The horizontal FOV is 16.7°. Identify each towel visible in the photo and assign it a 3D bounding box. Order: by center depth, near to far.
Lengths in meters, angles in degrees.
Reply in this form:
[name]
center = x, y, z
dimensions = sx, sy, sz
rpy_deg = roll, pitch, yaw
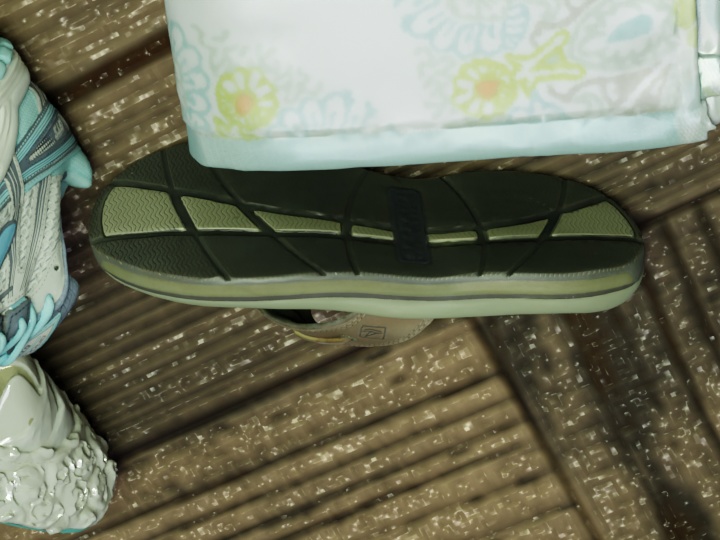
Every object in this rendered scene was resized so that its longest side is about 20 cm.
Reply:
[towel]
center = 0.029, -0.121, 0.829
dimensions = 0.199, 0.048, 0.172
rpy_deg = -3, 115, 5

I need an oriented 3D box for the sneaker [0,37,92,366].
[sneaker]
center = -0.134, 0.007, 0.824
dimensions = 0.077, 0.201, 0.086
rpy_deg = -22, 128, 36

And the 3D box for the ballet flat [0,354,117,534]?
[ballet flat]
center = -0.158, 0.044, 0.881
dimensions = 0.199, 0.072, 0.072
rpy_deg = 20, 120, -36

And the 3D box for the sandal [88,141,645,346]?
[sandal]
center = 0.001, 0.001, 0.879
dimensions = 0.199, 0.080, 0.058
rpy_deg = 7, 132, -1
